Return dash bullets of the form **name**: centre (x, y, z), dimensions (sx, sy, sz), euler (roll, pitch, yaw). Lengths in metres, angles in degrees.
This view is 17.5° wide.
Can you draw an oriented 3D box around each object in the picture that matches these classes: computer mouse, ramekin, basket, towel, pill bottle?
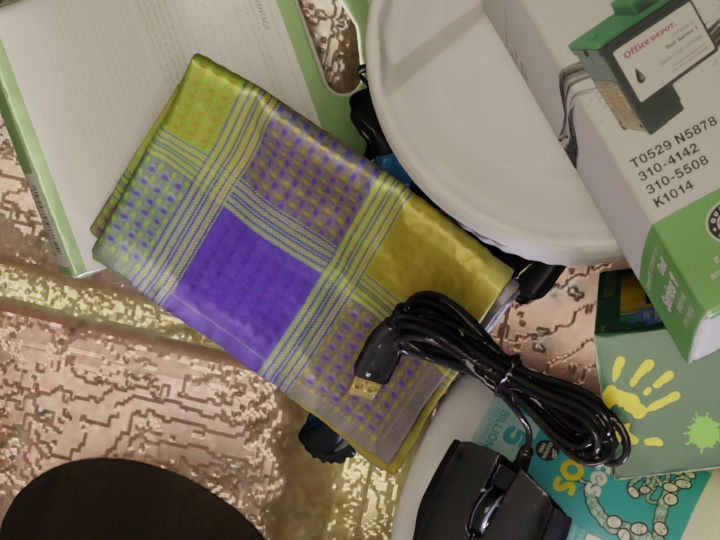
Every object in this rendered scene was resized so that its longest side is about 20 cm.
- **computer mouse**: centre (0.038, 0.107, 1.100), dimensions (0.140, 0.046, 0.200), euler (37, 136, 20)
- **ramekin**: centre (0.103, -0.095, 1.125), dimensions (0.202, 0.094, 0.203), euler (-1, 75, 4)
- **basket**: centre (-0.129, 0.192, 1.194), dimensions (0.180, 0.200, 0.136), euler (31, 101, 1)
- **towel**: centre (-0.030, -0.002, 1.145), dimensions (0.200, 0.023, 0.144), euler (37, 125, 2)
- **pill bottle**: centre (0.124, 0.135, 1.182), dimensions (0.200, 0.111, 0.111), euler (23, 101, 12)

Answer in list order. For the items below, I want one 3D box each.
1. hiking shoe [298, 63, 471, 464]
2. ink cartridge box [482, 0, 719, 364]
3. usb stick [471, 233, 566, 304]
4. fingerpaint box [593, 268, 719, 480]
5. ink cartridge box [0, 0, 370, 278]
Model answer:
- **hiking shoe**: centre (0.000, 0.000, 1.210), dimensions (0.086, 0.074, 0.201), euler (21, 95, -7)
- **ink cartridge box**: centre (0.160, -0.085, 1.023), dimensions (0.146, 0.084, 0.200), euler (-28, 73, -4)
- **usb stick**: centre (0.126, -0.072, 1.208), dimensions (0.055, 0.033, 0.200), euler (38, 101, 9)
- **fingerpaint box**: centre (0.200, 0.036, 1.132), dimensions (0.166, 0.200, 0.074), euler (-7, 97, 8)
- **ink cartridge box**: centre (-0.086, -0.098, 1.222), dimensions (0.200, 0.048, 0.146), euler (-21, 97, -13)
